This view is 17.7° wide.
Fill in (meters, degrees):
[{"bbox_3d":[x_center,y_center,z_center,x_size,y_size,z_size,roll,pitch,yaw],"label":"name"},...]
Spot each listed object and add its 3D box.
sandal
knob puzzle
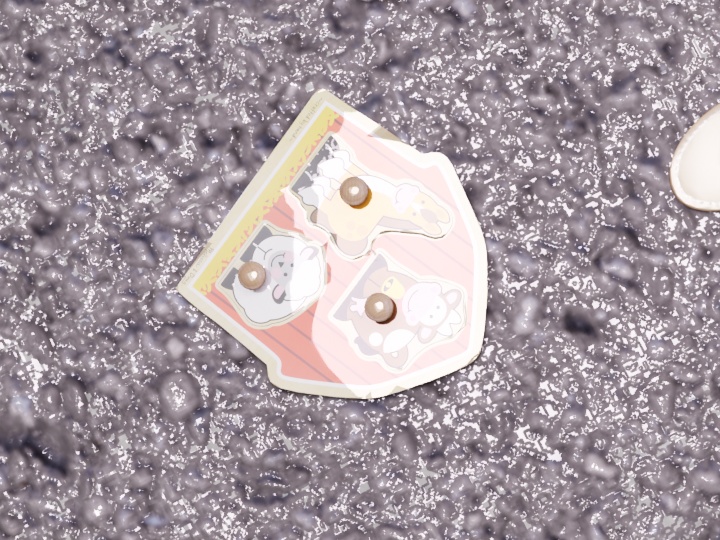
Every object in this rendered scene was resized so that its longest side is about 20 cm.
[{"bbox_3d":[0.307,-0.101,1.547,0.212,0.070,0.078,-18,83,4],"label":"sandal"},{"bbox_3d":[0.000,0.000,1.591,0.220,0.030,0.220,-1,85,6],"label":"knob puzzle"}]
